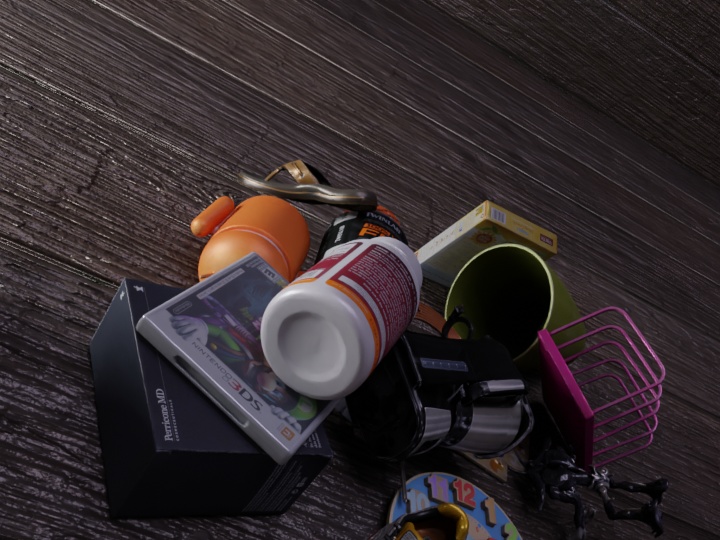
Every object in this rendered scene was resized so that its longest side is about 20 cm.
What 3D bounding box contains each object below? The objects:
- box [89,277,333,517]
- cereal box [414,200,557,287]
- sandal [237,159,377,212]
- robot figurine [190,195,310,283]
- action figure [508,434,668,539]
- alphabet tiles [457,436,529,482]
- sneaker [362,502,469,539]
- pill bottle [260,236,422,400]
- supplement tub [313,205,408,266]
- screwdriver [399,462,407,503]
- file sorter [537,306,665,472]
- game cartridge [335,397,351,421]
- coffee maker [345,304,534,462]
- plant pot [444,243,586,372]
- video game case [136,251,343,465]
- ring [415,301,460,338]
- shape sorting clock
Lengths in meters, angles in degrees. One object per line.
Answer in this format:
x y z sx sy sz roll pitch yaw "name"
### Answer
-0.152 0.125 0.754 0.181 0.104 0.201 14 37 -37 "box"
0.193 -0.027 1.228 0.143 0.200 0.040 23 57 -24 "cereal box"
-0.067 -0.116 1.007 0.198 0.055 0.082 11 1 28 "sandal"
-0.132 -0.019 0.961 0.115 0.145 0.200 -7 27 16 "robot figurine"
0.286 0.289 0.996 0.198 0.103 0.119 13 37 11 "action figure"
0.152 0.200 1.064 0.199 0.006 0.167 34 30 -5 "alphabet tiles"
0.023 0.275 0.733 0.199 0.083 0.078 -19 56 -37 "sneaker"
-0.007 0.036 0.770 0.113 0.113 0.200 40 30 6 "pill bottle"
0.000 0.000 1.001 0.122 0.123 0.201 30 31 -11 "supplement tub"
0.044 0.203 0.917 0.028 0.029 0.201 29 29 -17 "screwdriver"
0.336 0.168 1.074 0.201 0.124 0.140 69 -1 -52 "file sorter"
-0.016 0.100 0.999 0.129 0.039 0.200 36 30 6 "game cartridge"
0.080 0.132 0.912 0.199 0.135 0.192 12 27 -41 "coffee maker"
0.264 0.080 1.195 0.199 0.187 0.188 25 30 -43 "plant pot"
-0.092 0.074 0.759 0.182 0.023 0.200 42 29 5 "video game case"
0.095 0.124 1.049 0.200 0.019 0.201 33 35 -27 "ring"
0.115 0.310 0.841 0.199 0.039 0.201 26 32 -18 "shape sorting clock"
